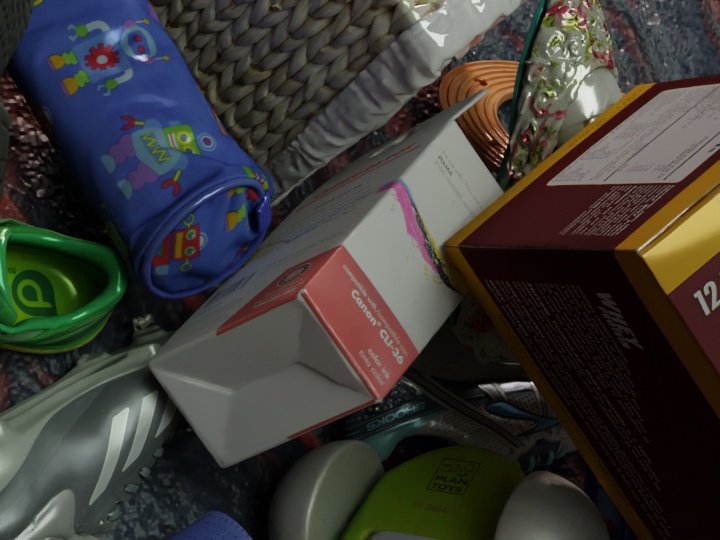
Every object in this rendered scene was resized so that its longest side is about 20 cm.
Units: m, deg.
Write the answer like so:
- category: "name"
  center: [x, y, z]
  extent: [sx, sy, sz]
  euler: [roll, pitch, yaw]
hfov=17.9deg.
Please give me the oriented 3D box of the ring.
- category: "ring"
  center: [0.134, -0.061, 1.285]
  extent: [0.199, 0.019, 0.201]
  euler: [17, 26, -9]

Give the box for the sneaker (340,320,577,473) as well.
- category: "sneaker"
  center: [0.074, 0.084, 1.227]
  extent: [0.199, 0.078, 0.087]
  euler: [11, 74, -20]

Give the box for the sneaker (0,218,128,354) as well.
- category: "sneaker"
  center: [-0.199, 0.004, 1.062]
  extent: [0.199, 0.083, 0.075]
  euler: [-5, 75, -34]

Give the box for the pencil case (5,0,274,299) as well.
- category: "pencil case"
  center: [-0.115, -0.083, 1.116]
  extent: [0.086, 0.078, 0.201]
  euler: [-28, 65, -13]

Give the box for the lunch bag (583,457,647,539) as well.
- category: "lunch bag"
  center: [0.188, 0.089, 1.166]
  extent: [0.150, 0.094, 0.202]
  euler: [13, 76, -29]

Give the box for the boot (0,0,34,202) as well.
- category: "boot"
  center: [-0.225, -0.114, 1.063]
  extent: [0.130, 0.068, 0.201]
  euler: [5, 71, 5]

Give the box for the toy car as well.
- category: "toy car"
  center: [0.031, 0.186, 1.116]
  extent: [0.201, 0.174, 0.150]
  euler: [-63, 143, -33]

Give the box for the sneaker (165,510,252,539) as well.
- category: "sneaker"
  center: [-0.124, 0.166, 1.007]
  extent: [0.199, 0.080, 0.116]
  euler: [-39, 135, -26]

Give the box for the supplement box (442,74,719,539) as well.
- category: "supplement box"
  center: [0.174, 0.029, 1.010]
  extent: [0.133, 0.200, 0.198]
  euler: [-38, 103, -16]

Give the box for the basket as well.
- category: "basket"
  center: [0.004, -0.172, 1.193]
  extent: [0.161, 0.200, 0.198]
  euler: [52, 53, -3]

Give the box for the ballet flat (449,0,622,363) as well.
- category: "ballet flat"
  center: [0.102, -0.044, 1.155]
  extent: [0.075, 0.064, 0.201]
  euler: [-5, 112, -58]

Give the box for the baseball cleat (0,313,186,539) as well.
- category: "baseball cleat"
  center: [-0.126, 0.093, 1.099]
  extent: [0.199, 0.070, 0.107]
  euler: [-26, 102, -34]

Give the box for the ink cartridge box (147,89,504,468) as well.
- category: "ink cartridge box"
  center: [0.000, 0.000, 1.106]
  extent: [0.068, 0.116, 0.200]
  euler: [54, 43, -12]
